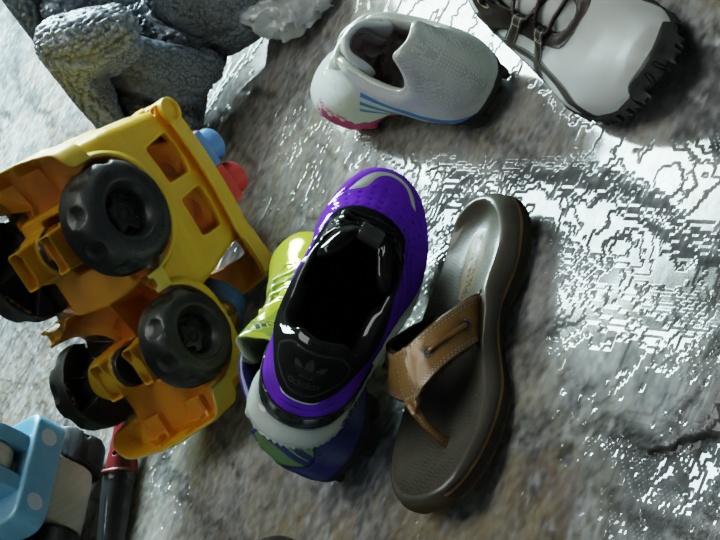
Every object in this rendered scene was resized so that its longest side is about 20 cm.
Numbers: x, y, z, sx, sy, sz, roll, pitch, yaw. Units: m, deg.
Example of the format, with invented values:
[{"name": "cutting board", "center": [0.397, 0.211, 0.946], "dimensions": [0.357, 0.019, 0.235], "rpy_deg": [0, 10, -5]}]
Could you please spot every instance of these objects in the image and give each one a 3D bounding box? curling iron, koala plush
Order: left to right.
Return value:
[{"name": "curling iron", "center": [-0.152, 0.125, 1.633], "dimensions": [0.050, 0.026, 0.200], "rpy_deg": [-28, 42, 49]}, {"name": "koala plush", "center": [-0.124, -0.184, 1.768], "dimensions": [0.200, 0.184, 0.177], "rpy_deg": [-37, 40, -1]}]

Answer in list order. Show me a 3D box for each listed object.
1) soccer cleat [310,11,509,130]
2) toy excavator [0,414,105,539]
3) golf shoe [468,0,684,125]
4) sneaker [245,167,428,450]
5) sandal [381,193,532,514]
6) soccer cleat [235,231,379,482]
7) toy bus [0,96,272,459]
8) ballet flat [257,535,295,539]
[{"name": "soccer cleat", "center": [0.011, -0.130, 1.540], "dimensions": [0.200, 0.086, 0.070], "rpy_deg": [6, 70, 60]}, {"name": "toy excavator", "center": [-0.256, 0.123, 1.621], "dimensions": [0.194, 0.200, 0.100], "rpy_deg": [-29, 42, 44]}, {"name": "golf shoe", "center": [0.104, -0.144, 1.398], "dimensions": [0.078, 0.094, 0.200], "rpy_deg": [-57, 30, 5]}, {"name": "sneaker", "center": [0.000, 0.000, 1.395], "dimensions": [0.100, 0.070, 0.200], "rpy_deg": [109, -178, -48]}, {"name": "sandal", "center": [0.046, 0.039, 1.364], "dimensions": [0.082, 0.055, 0.200], "rpy_deg": [-20, 48, 51]}, {"name": "soccer cleat", "center": [-0.037, 0.037, 1.467], "dimensions": [0.065, 0.084, 0.200], "rpy_deg": [-44, 32, 28]}, {"name": "toy bus", "center": [-0.126, -0.008, 1.603], "dimensions": [0.136, 0.200, 0.192], "rpy_deg": [-26, 8, 45]}, {"name": "ballet flat", "center": [-0.077, 0.241, 1.386], "dimensions": [0.046, 0.067, 0.200], "rpy_deg": [92, -162, -80]}]
